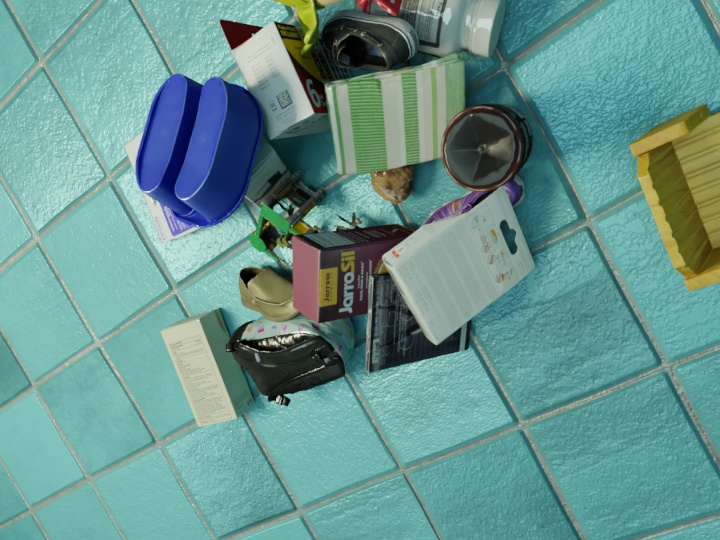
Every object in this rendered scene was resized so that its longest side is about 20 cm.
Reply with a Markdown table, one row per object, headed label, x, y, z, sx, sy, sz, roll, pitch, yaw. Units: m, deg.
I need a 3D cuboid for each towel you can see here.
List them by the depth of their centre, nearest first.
| label | x | y | z | sx | sy | sz | roll | pitch | yaw |
| --- | --- | --- | --- | --- | --- | --- | --- | --- | --- |
| towel | 0.053 | -0.215 | 0.886 | 0.196 | 0.024 | 0.155 | -14 | 131 | -7 |

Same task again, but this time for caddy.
| label | x | y | z | sx | sy | sz | roll | pitch | yaw |
| --- | --- | --- | --- | --- | --- | --- | --- | --- | --- |
| caddy | -0.207 | -0.161 | 0.833 | 0.139 | 0.105 | 0.204 | 13 | 85 | 24 |

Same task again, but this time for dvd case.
| label | x | y | z | sx | sy | sz | roll | pitch | yaw |
| --- | --- | --- | --- | --- | --- | --- | --- | --- | --- |
| dvd case | 0.095 | 0.068 | 0.970 | 0.016 | 0.196 | 0.152 | 27 | 119 | 55 |

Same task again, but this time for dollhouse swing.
| label | x | y | z | sx | sy | sz | roll | pitch | yaw |
| --- | --- | --- | --- | --- | --- | --- | --- | --- | --- |
| dollhouse swing | 0.476 | -0.112 | 0.778 | 0.174 | 0.181 | 0.203 | -19 | 97 | 45 |

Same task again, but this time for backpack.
| label | x | y | z | sx | sy | sz | roll | pitch | yaw |
| --- | --- | --- | --- | --- | --- | --- | --- | --- | --- |
| backpack | -0.108 | 0.131 | 1.079 | 0.197 | 0.128 | 0.168 | -17 | 126 | 28 |

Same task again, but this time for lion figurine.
| label | x | y | z | sx | sy | sz | roll | pitch | yaw |
| --- | --- | --- | --- | --- | --- | --- | --- | --- | --- |
| lion figurine | 0.063 | -0.211 | 0.957 | 0.121 | 0.073 | 0.202 | 31 | 108 | -4 |

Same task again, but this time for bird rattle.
| label | x | y | z | sx | sy | sz | roll | pitch | yaw |
| --- | --- | --- | --- | --- | --- | --- | --- | --- | --- |
| bird rattle | -0.023 | -0.381 | 0.801 | 0.197 | 0.165 | 0.113 | -20 | 132 | 25 |

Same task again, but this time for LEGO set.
| label | x | y | z | sx | sy | sz | roll | pitch | yaw |
| --- | --- | --- | --- | --- | --- | --- | --- | --- | --- |
| LEGO set | -0.083 | -0.067 | 1.052 | 0.198 | 0.116 | 0.155 | 31 | 143 | 15 |

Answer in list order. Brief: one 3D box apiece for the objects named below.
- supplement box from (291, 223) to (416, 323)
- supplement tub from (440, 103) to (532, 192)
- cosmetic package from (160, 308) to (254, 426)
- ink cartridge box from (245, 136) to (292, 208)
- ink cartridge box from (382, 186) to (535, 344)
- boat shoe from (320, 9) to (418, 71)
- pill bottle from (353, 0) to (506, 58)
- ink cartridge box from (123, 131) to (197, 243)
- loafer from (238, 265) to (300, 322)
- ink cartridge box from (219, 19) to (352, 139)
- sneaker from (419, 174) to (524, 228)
| label | x | y | z | sx | sy | sz | roll | pitch | yaw |
| --- | --- | --- | --- | --- | --- | --- | --- | --- | --- |
| supplement box | 0.000 | 0.000 | 0.948 | 0.085 | 0.197 | 0.113 | 26 | 119 | 52 |
| supplement tub | 0.178 | -0.171 | 0.851 | 0.105 | 0.200 | 0.109 | 5 | 105 | 19 |
| cosmetic package | -0.291 | 0.186 | 1.201 | 0.103 | 0.071 | 0.204 | -14 | 99 | 24 |
| ink cartridge box | -0.190 | -0.188 | 0.984 | 0.084 | 0.200 | 0.145 | -42 | 87 | -1 |
| ink cartridge box | 0.147 | -0.012 | 0.921 | 0.199 | 0.050 | 0.164 | -37 | 122 | -8 |
| boat shoe | -0.005 | -0.303 | 0.853 | 0.199 | 0.066 | 0.071 | 30 | 156 | 45 |
| pill bottle | 0.098 | -0.362 | 0.879 | 0.196 | 0.111 | 0.113 | 19 | 110 | 15 |
| ink cartridge box | -0.332 | -0.166 | 1.124 | 0.198 | 0.043 | 0.202 | -14 | 99 | 44 |
| loafer | -0.154 | 0.035 | 1.066 | 0.198 | 0.076 | 0.068 | 4 | 127 | 47 |
| ink cartridge box | -0.093 | -0.297 | 0.921 | 0.083 | 0.200 | 0.178 | -22 | 96 | 25 |
| sneaker | 0.157 | -0.079 | 0.949 | 0.199 | 0.083 | 0.081 | -41 | 88 | 26 |
